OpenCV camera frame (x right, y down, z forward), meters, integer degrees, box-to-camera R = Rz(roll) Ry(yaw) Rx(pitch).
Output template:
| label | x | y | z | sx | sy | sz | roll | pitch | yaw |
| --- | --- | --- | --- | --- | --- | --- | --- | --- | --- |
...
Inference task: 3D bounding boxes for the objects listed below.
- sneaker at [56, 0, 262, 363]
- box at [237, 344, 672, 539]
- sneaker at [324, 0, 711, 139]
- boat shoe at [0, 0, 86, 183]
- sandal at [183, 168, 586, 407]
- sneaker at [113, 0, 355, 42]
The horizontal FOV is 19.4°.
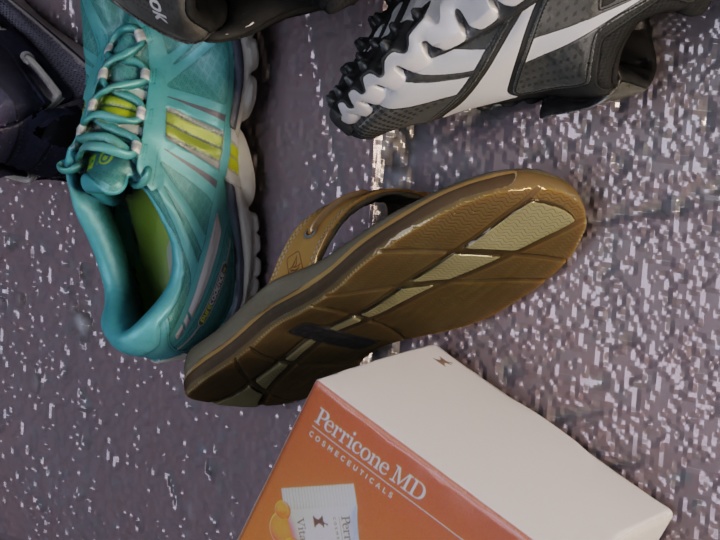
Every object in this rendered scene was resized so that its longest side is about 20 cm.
| label | x | y | z | sx | sy | sz | roll | pitch | yaw |
| --- | --- | --- | --- | --- | --- | --- | --- | --- | --- |
| sneaker | -0.088 | -0.060 | 0.889 | 0.077 | 0.080 | 0.201 | -5 | 97 | 33 |
| box | 0.012 | 0.150 | 0.834 | 0.124 | 0.097 | 0.200 | 34 | 112 | 23 |
| sneaker | 0.062 | -0.086 | 0.796 | 0.090 | 0.067 | 0.200 | 37 | 142 | -14 |
| boat shoe | -0.198 | -0.102 | 0.959 | 0.200 | 0.093 | 0.075 | 31 | 111 | 28 |
| sandal | 0.000 | 0.000 | 0.855 | 0.200 | 0.080 | 0.054 | -30 | 57 | 37 |
| sneaker | -0.079 | -0.129 | 0.806 | 0.199 | 0.091 | 0.067 | 1 | 128 | 9 |
